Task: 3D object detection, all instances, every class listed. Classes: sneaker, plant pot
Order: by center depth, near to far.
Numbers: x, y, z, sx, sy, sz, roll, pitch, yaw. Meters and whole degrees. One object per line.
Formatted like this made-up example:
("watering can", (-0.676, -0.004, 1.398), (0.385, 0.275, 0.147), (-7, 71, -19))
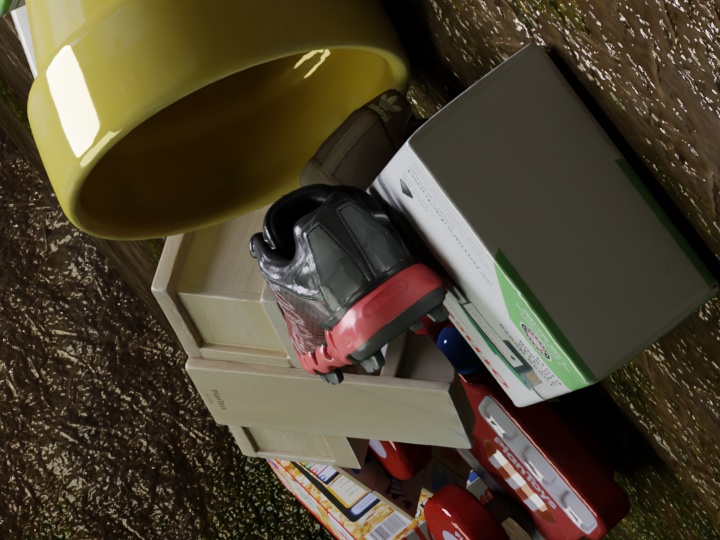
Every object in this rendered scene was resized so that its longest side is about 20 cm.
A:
("sneaker", (-0.012, 0.003, 1.445), (0.098, 0.071, 0.200), (54, 170, 0))
("plant pot", (-0.098, -0.146, 1.508), (0.201, 0.200, 0.190), (79, 168, -70))
("sneaker", (0.047, -0.040, 1.549), (0.070, 0.076, 0.200), (45, -169, 30))

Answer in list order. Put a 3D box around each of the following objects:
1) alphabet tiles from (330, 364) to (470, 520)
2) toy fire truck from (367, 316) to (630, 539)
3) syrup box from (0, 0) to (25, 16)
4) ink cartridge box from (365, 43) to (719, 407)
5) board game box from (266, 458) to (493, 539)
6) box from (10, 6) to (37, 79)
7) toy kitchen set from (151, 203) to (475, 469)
("alphabet tiles", (0.011, 0.074, 1.863), (0.166, 0.006, 0.200), (36, -146, -14))
("toy fire truck", (0.081, 0.091, 1.737), (0.200, 0.112, 0.168), (51, 162, 8))
("syrup box", (-0.177, -0.241, 1.597), (0.079, 0.081, 0.200), (53, 149, 13))
("ink cartridge box", (0.082, -0.016, 1.379), (0.146, 0.084, 0.200), (53, 171, 2))
("board game box", (0.034, 0.129, 1.965), (0.046, 0.151, 0.200), (58, 170, -32))
("box", (-0.186, -0.162, 1.942), (0.095, 0.077, 0.201), (24, -136, -76))
("toy kitchen set", (0.000, 0.000, 1.677), (0.162, 0.181, 0.200), (6, 150, 19))
